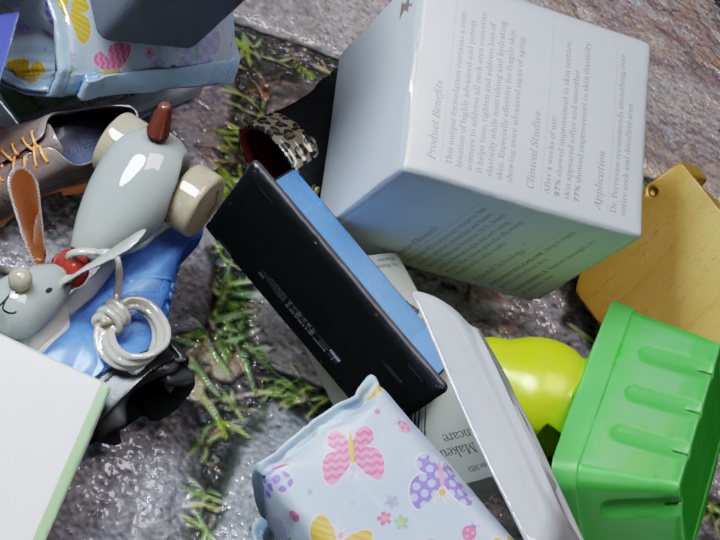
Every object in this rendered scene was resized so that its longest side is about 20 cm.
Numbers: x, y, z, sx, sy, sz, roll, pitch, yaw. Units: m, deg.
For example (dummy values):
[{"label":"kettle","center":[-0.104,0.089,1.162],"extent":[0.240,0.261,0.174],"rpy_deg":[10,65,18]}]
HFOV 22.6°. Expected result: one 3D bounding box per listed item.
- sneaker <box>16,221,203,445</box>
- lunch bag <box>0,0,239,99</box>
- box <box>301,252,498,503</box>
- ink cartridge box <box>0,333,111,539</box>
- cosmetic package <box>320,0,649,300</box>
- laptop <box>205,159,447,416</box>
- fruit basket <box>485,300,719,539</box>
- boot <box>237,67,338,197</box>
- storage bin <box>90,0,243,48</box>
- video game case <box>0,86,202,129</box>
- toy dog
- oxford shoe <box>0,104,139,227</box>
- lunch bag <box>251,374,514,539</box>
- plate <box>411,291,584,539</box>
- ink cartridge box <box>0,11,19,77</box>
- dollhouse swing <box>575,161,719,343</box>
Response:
[{"label":"sneaker","center":[-0.149,0.043,1.261],"extent":[0.111,0.077,0.200],"rpy_deg":[38,48,8]},{"label":"lunch bag","center":[-0.206,-0.205,1.357],"extent":[0.169,0.128,0.200],"rpy_deg":[-14,56,-40]},{"label":"box","center":[0.027,0.089,1.344],"extent":[0.082,0.068,0.201],"rpy_deg":[-10,61,-39]},{"label":"ink cartridge box","center":[-0.274,0.098,1.124],"extent":[0.199,0.048,0.146],"rpy_deg":[26,70,-12]},{"label":"cosmetic package","center":[0.093,-0.098,1.378],"extent":[0.199,0.166,0.169],"rpy_deg":[16,67,-20]},{"label":"laptop","center":[0.000,0.000,1.227],"extent":[0.116,0.200,0.188],"rpy_deg":[-40,89,-24]},{"label":"fruit basket","center":[0.165,0.123,1.376],"extent":[0.214,0.156,0.216],"rpy_deg":[-8,37,6]},{"label":"boot","center":[0.008,-0.071,1.465],"extent":[0.153,0.074,0.204],"rpy_deg":[-31,79,-37]},{"label":"storage bin","center":[-0.143,-0.256,1.248],"extent":[0.145,0.134,0.201],"rpy_deg":[0,63,-36]},{"label":"video game case","center":[-0.248,-0.192,1.429],"extent":[0.182,0.022,0.200],"rpy_deg":[-27,73,-43]},{"label":"toy dog","center":[-0.170,-0.042,1.212],"extent":[0.131,0.097,0.201],"rpy_deg":[15,51,3]},{"label":"oxford shoe","center":[-0.249,-0.079,1.289],"extent":[0.199,0.073,0.072],"rpy_deg":[-26,81,-31]},{"label":"lunch bag","center":[0.017,0.189,1.175],"extent":[0.127,0.200,0.170],"rpy_deg":[-37,75,-13]},{"label":"plate","center":[0.104,0.124,1.200],"extent":[0.032,0.200,0.201],"rpy_deg":[-25,63,4]},{"label":"ink cartridge box","center":[-0.344,-0.107,1.205],"extent":[0.198,0.047,0.199],"rpy_deg":[-9,47,16]},{"label":"dollhouse swing","center":[0.299,0.034,1.584],"extent":[0.181,0.176,0.201],"rpy_deg":[-36,74,-2]}]
